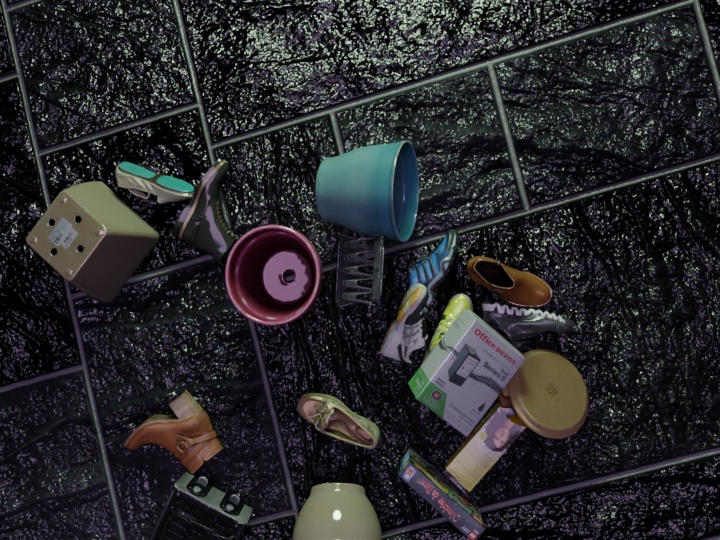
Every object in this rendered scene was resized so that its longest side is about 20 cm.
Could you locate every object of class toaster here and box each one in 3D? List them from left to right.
[{"bbox_3d":[-0.345,0.562,1.486,0.177,0.119,0.204,26,96,1],"label":"toaster"}]

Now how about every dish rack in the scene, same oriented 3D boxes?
[{"bbox_3d":[0.000,0.000,1.449,0.053,0.199,0.159,3,88,-18],"label":"dish rack"}]

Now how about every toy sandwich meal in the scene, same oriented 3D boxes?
[{"bbox_3d":[0.378,0.259,1.451,0.199,0.071,0.211,6,63,-13],"label":"toy sandwich meal"}]

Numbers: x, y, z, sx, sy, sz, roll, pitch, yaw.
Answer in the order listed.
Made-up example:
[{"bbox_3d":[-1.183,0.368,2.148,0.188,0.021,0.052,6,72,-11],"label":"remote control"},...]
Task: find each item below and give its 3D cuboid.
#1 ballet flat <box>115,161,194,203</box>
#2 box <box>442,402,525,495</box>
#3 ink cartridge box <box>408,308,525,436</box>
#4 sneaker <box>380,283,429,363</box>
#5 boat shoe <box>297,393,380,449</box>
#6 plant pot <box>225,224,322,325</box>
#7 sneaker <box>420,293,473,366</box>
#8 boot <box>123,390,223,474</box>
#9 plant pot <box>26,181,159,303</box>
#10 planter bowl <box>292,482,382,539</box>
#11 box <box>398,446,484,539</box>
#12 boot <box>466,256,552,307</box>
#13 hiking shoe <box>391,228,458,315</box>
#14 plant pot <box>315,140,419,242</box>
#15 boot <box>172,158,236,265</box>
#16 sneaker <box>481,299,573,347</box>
[{"bbox_3d":[-0.461,-0.187,1.568,0.195,0.068,0.064,21,119,9],"label":"ballet flat"},{"bbox_3d":[0.264,0.376,1.481,0.075,0.050,0.201,40,93,6],"label":"box"},{"bbox_3d":[0.214,0.204,1.407,0.145,0.084,0.202,35,96,-12],"label":"ink cartridge box"},{"bbox_3d":[0.114,0.114,1.464,0.086,0.076,0.203,24,130,-1],"label":"sneaker"},{"bbox_3d":[-0.048,0.325,1.504,0.195,0.063,0.075,22,91,6],"label":"boat shoe"},{"bbox_3d":[-0.169,0.012,1.467,0.194,0.179,0.207,0,88,5],"label":"plant pot"},{"bbox_3d":[0.190,0.148,1.480,0.074,0.076,0.205,22,91,5],"label":"sneaker"},{"bbox_3d":[-0.414,0.384,1.535,0.198,0.074,0.157,-34,92,9],"label":"boot"},{"bbox_3d":[-0.596,-0.067,1.510,0.199,0.177,0.201,40,92,4],"label":"plant pot"},{"bbox_3d":[-0.047,0.524,1.449,0.194,0.202,0.138,-2,61,5],"label":"planter bowl"},{"bbox_3d":[0.167,0.462,1.444,0.199,0.137,0.038,41,92,5],"label":"box"},{"bbox_3d":[0.313,0.021,1.433,0.196,0.155,0.078,28,90,5],"label":"boot"},{"bbox_3d":[0.145,-0.004,1.490,0.085,0.074,0.204,26,91,5],"label":"hiking shoe"},{"bbox_3d":[0.011,-0.166,1.459,0.183,0.199,0.207,3,88,20],"label":"plant pot"},{"bbox_3d":[-0.311,-0.130,1.545,0.137,0.078,0.203,33,102,0],"label":"boot"},{"bbox_3d":[0.348,0.124,1.471,0.194,0.066,0.093,10,85,10],"label":"sneaker"}]
